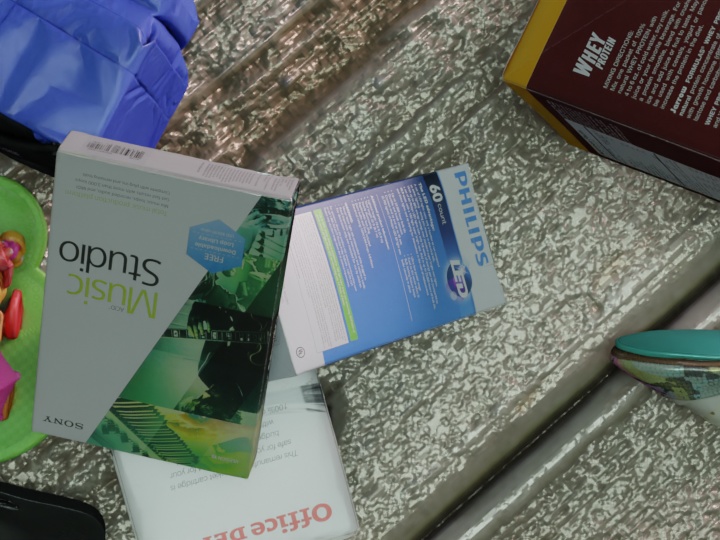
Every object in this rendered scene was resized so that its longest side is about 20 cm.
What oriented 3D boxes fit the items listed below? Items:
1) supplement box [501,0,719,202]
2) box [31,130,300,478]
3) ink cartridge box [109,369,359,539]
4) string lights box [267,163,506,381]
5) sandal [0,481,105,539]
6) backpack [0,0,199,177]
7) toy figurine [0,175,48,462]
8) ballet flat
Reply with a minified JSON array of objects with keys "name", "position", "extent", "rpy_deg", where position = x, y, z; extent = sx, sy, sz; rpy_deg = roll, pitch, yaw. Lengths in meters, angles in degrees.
[{"name":"supplement box","position":[0.237,-0.160,1.265],"extent":[0.200,0.133,0.198],"rpy_deg":[24,86,30]},{"name":"box","position":[-0.122,0.024,1.171],"extent":[0.144,0.036,0.201],"rpy_deg":[12,119,4]},{"name":"ink cartridge box","position":[-0.098,0.097,1.293],"extent":[0.146,0.086,0.201],"rpy_deg":[-15,91,-7]},{"name":"string lights box","position":[0.000,0.000,1.266],"extent":[0.200,0.059,0.103],"rpy_deg":[-16,91,-42]},{"name":"sandal","position":[-0.270,0.168,1.282],"extent":[0.199,0.045,0.075],"rpy_deg":[12,122,-7]},{"name":"backpack","position":[-0.217,-0.159,1.252],"extent":[0.200,0.163,0.168],"rpy_deg":[27,80,7]},{"name":"toy figurine","position":[-0.253,0.032,1.229],"extent":[0.150,0.184,0.201],"rpy_deg":[8,88,-6]},{"name":"ballet flat","position":[0.275,0.071,1.348],"extent":[0.199,0.069,0.071],"rpy_deg":[-8,109,-6]}]
